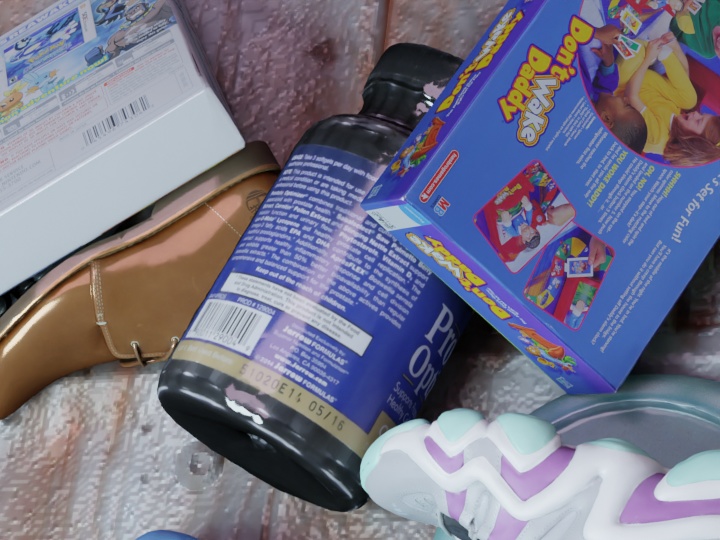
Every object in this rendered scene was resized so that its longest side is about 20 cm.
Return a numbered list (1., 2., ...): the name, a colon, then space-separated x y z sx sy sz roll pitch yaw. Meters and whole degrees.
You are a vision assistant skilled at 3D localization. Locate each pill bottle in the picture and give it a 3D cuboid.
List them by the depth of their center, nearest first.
1. pill bottle: 0.000 0.000 1.177 0.112 0.112 0.200 22 73 30

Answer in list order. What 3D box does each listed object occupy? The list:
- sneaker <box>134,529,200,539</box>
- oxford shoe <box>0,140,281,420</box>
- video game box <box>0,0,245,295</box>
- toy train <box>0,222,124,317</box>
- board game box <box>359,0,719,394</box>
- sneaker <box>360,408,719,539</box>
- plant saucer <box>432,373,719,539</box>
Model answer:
1. sneaker: -0.107 0.214 1.142 0.078 0.066 0.200 -7 65 59
2. oxford shoe: -0.111 0.021 1.239 0.200 0.071 0.071 -35 79 6
3. video game box: -0.166 -0.064 1.278 0.200 0.047 0.182 -31 34 4
4. toy train: -0.199 0.032 1.284 0.200 0.034 0.046 -46 46 -7
5. board game box: 0.111 -0.063 1.146 0.200 0.134 0.045 -54 18 -18
6. sneaker: 0.081 0.137 1.059 0.200 0.078 0.140 5 64 24
7. plant saucer: 0.118 0.131 1.110 0.200 0.027 0.200 -9 60 16
